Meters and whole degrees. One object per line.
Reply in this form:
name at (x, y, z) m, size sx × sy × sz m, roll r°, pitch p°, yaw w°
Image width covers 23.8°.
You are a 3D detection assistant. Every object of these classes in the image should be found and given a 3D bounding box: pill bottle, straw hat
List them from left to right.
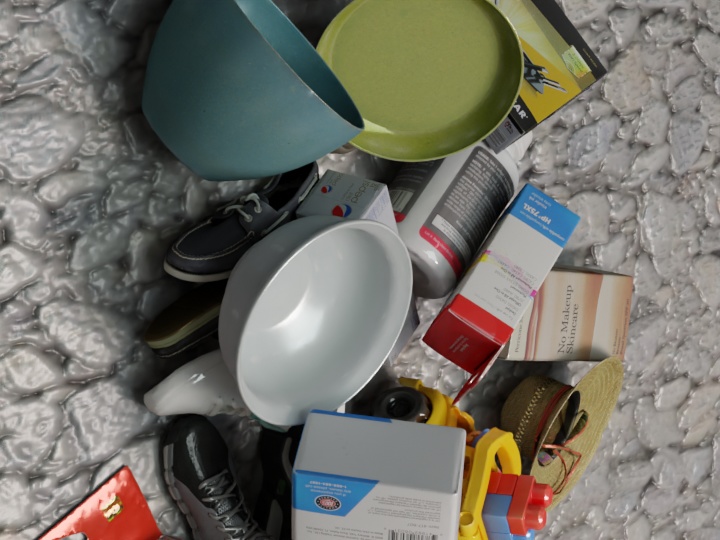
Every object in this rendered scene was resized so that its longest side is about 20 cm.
pill bottle at (0.091, -0.079, 1.722) m, size 0.200 × 0.111 × 0.111 m, roll -56°, pitch 128°, yaw -22°
straw hat at (0.201, 0.164, 1.874) m, size 0.201 × 0.085 × 0.201 m, roll -41°, pitch 148°, yaw -34°

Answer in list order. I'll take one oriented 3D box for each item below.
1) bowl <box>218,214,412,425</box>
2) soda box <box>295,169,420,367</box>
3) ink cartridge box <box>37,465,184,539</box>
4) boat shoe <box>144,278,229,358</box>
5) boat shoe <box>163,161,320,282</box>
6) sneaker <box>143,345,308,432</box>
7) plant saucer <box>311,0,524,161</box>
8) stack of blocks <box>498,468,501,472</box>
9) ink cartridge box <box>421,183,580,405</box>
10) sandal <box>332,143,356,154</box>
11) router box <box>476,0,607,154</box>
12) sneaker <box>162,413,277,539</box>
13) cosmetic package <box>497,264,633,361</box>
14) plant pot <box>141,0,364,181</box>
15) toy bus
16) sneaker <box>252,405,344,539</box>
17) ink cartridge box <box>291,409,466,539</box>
bowl at (-0.056, 0.029, 1.510) m, size 0.201 × 0.090 × 0.202 m, roll -26°, pitch 132°, yaw -33°
soda box at (0.000, 0.000, 1.635) m, size 0.064 × 0.068 × 0.200 m, roll -54°, pitch 147°, yaw -32°
ink cartridge box at (-0.231, 0.302, 1.523) m, size 0.200 × 0.043 × 0.174 m, roll -40°, pitch 123°, yaw -32°
boat shoe at (-0.111, 0.035, 1.575) m, size 0.200 × 0.073 × 0.065 m, roll -34°, pitch 113°, yaw -35°
boat shoe at (-0.106, -0.052, 1.560) m, size 0.200 × 0.073 × 0.063 m, roll -31°, pitch 139°, yaw -44°
sneaker at (-0.098, 0.112, 1.569) m, size 0.200 × 0.075 × 0.089 m, roll -16°, pitch 78°, yaw -31°
plant saucer at (0.053, -0.193, 1.609) m, size 0.200 × 0.200 × 0.031 m, roll 52°, pitch 20°, yaw -35°
stack of blocks at (0.082, 0.291, 1.804) m, size 0.200 × 0.058 × 0.115 m, roll -52°, pitch 128°, yaw -25°
ink cartridge box at (0.128, 0.025, 1.682) m, size 0.067 × 0.116 × 0.200 m, roll 33°, pitch 69°, yaw 1°
sandal at (0.033, -0.186, 1.690) m, size 0.200 × 0.055 × 0.082 m, roll -43°, pitch 123°, yaw -30°
router box at (0.135, -0.236, 1.711) m, size 0.157 × 0.052 × 0.200 m, roll -37°, pitch 90°, yaw -40°
sneaker at (-0.109, 0.229, 1.576) m, size 0.075 × 0.115 × 0.201 m, roll -30°, pitch 116°, yaw -37°
cosmetic package at (0.199, 0.045, 1.859) m, size 0.200 × 0.087 × 0.104 m, roll 2°, pitch 96°, yaw -43°
plant pot at (-0.111, -0.156, 1.489) m, size 0.135 × 0.200 × 0.200 m, roll -40°, pitch 130°, yaw 10°
toy bus at (0.099, 0.210, 1.687) m, size 0.200 × 0.191 × 0.136 m, roll -72°, pitch 153°, yaw -43°
sneaker at (-0.041, 0.195, 1.681) m, size 0.115 × 0.076 × 0.201 m, roll 19°, pitch 85°, yaw -56°
ink cartridge box at (0.015, 0.231, 1.541) m, size 0.084 × 0.146 × 0.200 m, roll -77°, pitch 172°, yaw -49°
